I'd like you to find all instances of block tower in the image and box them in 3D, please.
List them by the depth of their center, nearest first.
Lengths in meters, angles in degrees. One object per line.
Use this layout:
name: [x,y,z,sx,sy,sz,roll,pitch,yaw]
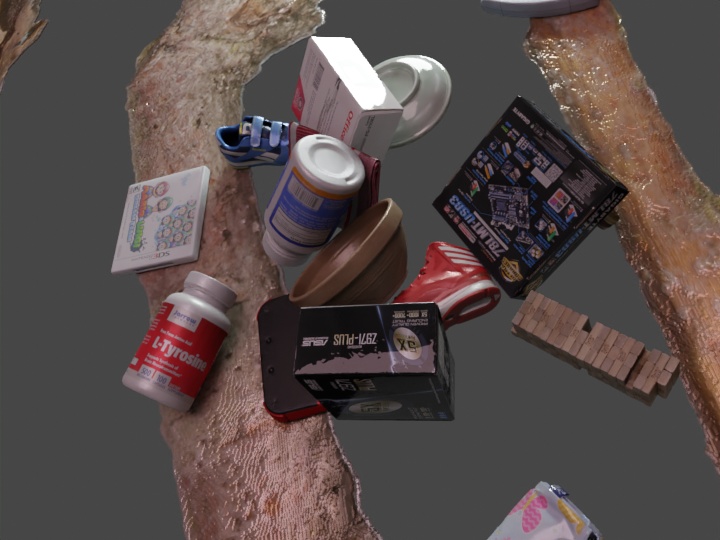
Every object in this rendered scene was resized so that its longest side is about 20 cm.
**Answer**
block tower: [0.280,0.093,0.789,0.200,0.058,0.054,28,77,35]

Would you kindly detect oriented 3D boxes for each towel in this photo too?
towel: [-0.049,-0.142,1.025,0.200,0.145,0.023,31,42,34]

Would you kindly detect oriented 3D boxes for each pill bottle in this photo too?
pill bottle: [-0.080,-0.097,0.974,0.200,0.112,0.112,-56,40,45]
pill bottle: [-0.275,0.108,1.004,0.112,0.112,0.201,15,71,30]

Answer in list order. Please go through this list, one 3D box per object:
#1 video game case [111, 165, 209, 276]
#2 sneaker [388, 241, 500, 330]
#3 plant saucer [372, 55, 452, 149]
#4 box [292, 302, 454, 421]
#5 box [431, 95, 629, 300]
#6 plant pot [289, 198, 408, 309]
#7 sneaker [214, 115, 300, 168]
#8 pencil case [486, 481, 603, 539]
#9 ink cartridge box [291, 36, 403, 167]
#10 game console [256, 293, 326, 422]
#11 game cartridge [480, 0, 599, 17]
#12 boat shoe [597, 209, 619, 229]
video game case: [-0.377,-0.094,1.214,0.181,0.024,0.201,-11,60,20]
sneaker: [0.087,0.033,0.911,0.199,0.078,0.116,-18,48,1]
plant saucer: [0.057,-0.305,1.109,0.199,0.050,0.201,-11,60,19]
box: [0.026,0.120,0.791,0.163,0.200,0.086,-2,62,13]
box: [0.219,-0.098,0.870,0.199,0.050,0.200,-54,52,26]
plant pot: [0.000,0.000,0.907,0.201,0.093,0.201,-41,13,12]
sneaker: [-0.173,-0.237,1.160,0.199,0.082,0.074,-7,60,19]
pencil case: [0.170,0.329,0.696,0.200,0.083,0.091,-46,33,-2]
ink cartridge box: [-0.028,-0.264,1.055,0.084,0.145,0.200,-10,54,-29]
game console: [-0.069,0.114,0.961,0.176,0.031,0.201,-16,59,9]
game cartridge: [0.314,-0.495,1.101,0.199,0.041,0.134,9,72,28]
boat shoe: [0.268,-0.107,0.903,0.200,0.072,0.072,43,116,32]
